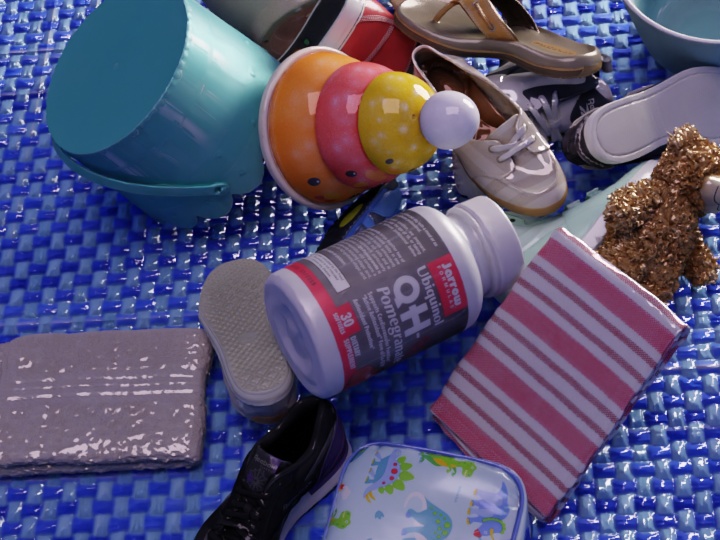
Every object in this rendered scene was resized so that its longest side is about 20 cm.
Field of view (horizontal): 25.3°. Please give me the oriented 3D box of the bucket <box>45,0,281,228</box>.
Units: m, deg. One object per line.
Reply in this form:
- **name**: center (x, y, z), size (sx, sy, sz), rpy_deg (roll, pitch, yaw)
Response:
- **bucket**: center (-0.179, -0.153, 1.460), size (0.206, 0.135, 0.209), rpy_deg (-21, 53, 31)

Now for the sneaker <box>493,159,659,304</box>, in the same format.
- **sneaker**: center (0.177, -0.048, 1.414), size (0.118, 0.074, 0.200), rpy_deg (33, 65, 31)

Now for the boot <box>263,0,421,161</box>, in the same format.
- **boot**: center (-0.018, -0.159, 1.527), size (0.200, 0.144, 0.073), rpy_deg (-50, 36, 18)

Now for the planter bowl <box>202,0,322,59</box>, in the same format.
- **planter bowl**: center (-0.066, -0.290, 1.563), size (0.199, 0.200, 0.136), rpy_deg (-21, 73, -6)

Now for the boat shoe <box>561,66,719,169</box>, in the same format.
- **boat shoe**: center (0.271, -0.134, 1.455), size (0.199, 0.060, 0.074), rpy_deg (-21, 94, -28)

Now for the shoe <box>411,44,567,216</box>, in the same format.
- **shoe**: center (0.107, -0.125, 1.402), size (0.070, 0.053, 0.200), rpy_deg (-37, 61, -5)

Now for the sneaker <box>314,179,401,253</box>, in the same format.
- **sneaker**: center (0.000, 0.000, 1.425), size (0.078, 0.066, 0.201), rpy_deg (41, 47, -14)

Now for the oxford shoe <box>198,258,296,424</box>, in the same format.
- **oxford shoe**: center (-0.097, 0.061, 1.394), size (0.075, 0.058, 0.201), rpy_deg (-16, 40, -4)

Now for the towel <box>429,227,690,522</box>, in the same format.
- **towel**: center (0.157, 0.083, 1.292), size (0.146, 0.030, 0.201), rpy_deg (42, 104, 31)

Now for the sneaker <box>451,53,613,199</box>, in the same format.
- **sneaker**: center (0.171, -0.140, 1.474), size (0.129, 0.080, 0.200), rpy_deg (10, 47, 26)

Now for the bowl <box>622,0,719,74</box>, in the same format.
- **bowl**: center (0.338, -0.254, 1.514), size (0.199, 0.105, 0.202), rpy_deg (-4, 54, 6)

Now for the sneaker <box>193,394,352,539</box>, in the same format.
- **sneaker**: center (-0.086, 0.182, 1.284), size (0.075, 0.088, 0.200), rpy_deg (25, 62, 24)

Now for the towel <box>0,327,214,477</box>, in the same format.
- **towel**: center (-0.227, 0.115, 1.389), size (0.198, 0.035, 0.133), rpy_deg (-2, 56, 6)

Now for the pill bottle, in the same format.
- **pill bottle**: center (0.030, 0.015, 1.309), size (0.199, 0.111, 0.111), rpy_deg (-26, 55, -19)

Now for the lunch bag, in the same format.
- **lunch bag**: center (0.046, 0.239, 1.227), size (0.160, 0.083, 0.201), rpy_deg (7, 57, 15)

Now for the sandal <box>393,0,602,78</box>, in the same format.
- **sandal**: center (0.128, -0.224, 1.457), size (0.199, 0.054, 0.080), rpy_deg (19, 33, 22)

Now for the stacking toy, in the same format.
- **stacking toy**: center (0.020, -0.127, 1.381), size (0.199, 0.146, 0.147), rpy_deg (1, 48, 48)

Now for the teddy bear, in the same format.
- **teddy bear**: center (0.251, -0.024, 1.345), size (0.200, 0.145, 0.067), rpy_deg (-39, 26, -17)

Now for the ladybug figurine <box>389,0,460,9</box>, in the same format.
- **ladybug figurine**: center (0.098, -0.305, 1.607), size (0.135, 0.072, 0.200), rpy_deg (23, 61, 22)
